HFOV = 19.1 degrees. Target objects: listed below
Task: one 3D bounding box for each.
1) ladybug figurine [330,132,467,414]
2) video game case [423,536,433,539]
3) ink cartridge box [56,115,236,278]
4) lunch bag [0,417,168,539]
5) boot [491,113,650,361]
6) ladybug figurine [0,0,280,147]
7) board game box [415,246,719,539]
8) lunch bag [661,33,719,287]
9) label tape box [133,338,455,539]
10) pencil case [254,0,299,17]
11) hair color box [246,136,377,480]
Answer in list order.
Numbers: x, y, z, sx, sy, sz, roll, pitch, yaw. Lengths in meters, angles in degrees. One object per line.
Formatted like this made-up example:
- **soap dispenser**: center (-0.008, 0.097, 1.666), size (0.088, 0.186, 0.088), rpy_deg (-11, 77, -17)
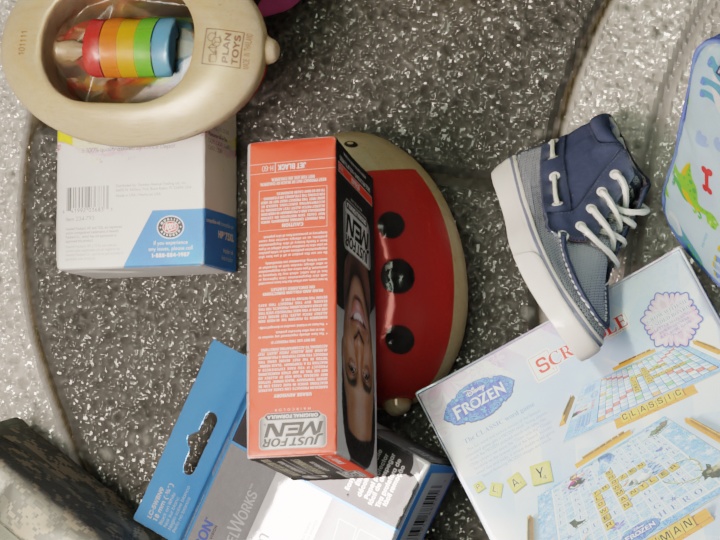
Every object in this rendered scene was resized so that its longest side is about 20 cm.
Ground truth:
- **ladybug figurine**: center (0.000, 0.000, 1.453), size (0.136, 0.072, 0.200), rpy_deg (-21, 78, 16)
- **video game case**: center (0.016, 0.278, 1.442), size (0.181, 0.045, 0.200), rpy_deg (24, 93, 19)
- **ink cartridge box**: center (-0.152, -0.098, 1.528), size (0.116, 0.067, 0.200), rpy_deg (-2, 84, 18)
- **lunch bag**: center (-0.257, 0.229, 1.509), size (0.164, 0.118, 0.200), rpy_deg (36, 103, 19)
- **boot**: center (0.145, -0.029, 1.367), size (0.090, 0.073, 0.200), rpy_deg (-31, 35, 12)
- **ladybug figurine**: center (-0.146, -0.148, 1.457), size (0.200, 0.072, 0.136), rpy_deg (6, 85, 20)
- **board game box**: center (0.168, 0.119, 1.373), size (0.200, 0.041, 0.200), rpy_deg (-29, 74, 9)
- **lunch bag**: center (0.265, -0.052, 1.299), size (0.082, 0.200, 0.161), rpy_deg (-30, 63, -22)
- **label tape box**: center (-0.057, 0.149, 1.424), size (0.200, 0.063, 0.144), rpy_deg (26, 94, 21)
- **pencil case**: center (-0.084, -0.276, 1.516), size (0.094, 0.091, 0.200), rpy_deg (-13, 80, -17)
- **hair color box**: center (-0.030, 0.026, 1.349), size (0.061, 0.102, 0.200), rpy_deg (-4, 76, 14)
